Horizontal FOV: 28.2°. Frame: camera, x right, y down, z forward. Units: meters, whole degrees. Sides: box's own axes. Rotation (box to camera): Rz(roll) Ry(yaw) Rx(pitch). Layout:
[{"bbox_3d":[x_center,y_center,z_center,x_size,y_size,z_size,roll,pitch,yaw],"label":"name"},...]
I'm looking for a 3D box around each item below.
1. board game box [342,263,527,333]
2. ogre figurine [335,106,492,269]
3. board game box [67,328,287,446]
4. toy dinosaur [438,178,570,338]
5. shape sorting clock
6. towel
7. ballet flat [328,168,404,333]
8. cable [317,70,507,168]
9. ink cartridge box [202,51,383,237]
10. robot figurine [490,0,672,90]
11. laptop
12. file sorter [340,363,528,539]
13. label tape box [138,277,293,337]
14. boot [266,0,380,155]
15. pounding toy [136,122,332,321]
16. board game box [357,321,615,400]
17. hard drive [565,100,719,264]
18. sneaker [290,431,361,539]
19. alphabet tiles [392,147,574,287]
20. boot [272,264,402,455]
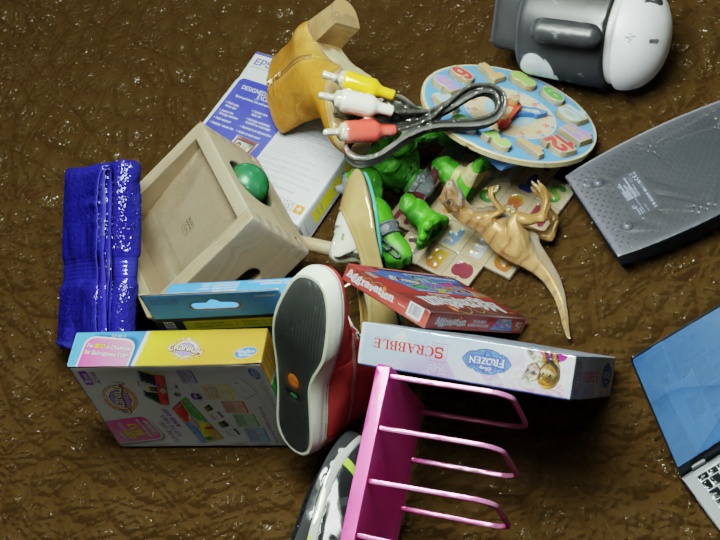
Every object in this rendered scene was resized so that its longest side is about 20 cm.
[{"bbox_3d":[0.076,0.029,1.393,0.102,0.199,0.020,31,103,30],"label":"board game box"},{"bbox_3d":[0.058,-0.100,1.539,0.119,0.098,0.201,35,84,15],"label":"ogre figurine"},{"bbox_3d":[-0.168,0.118,1.410,0.197,0.154,0.041,-2,53,14],"label":"board game box"},{"bbox_3d":[0.169,-0.027,1.482,0.200,0.060,0.106,41,76,10],"label":"toy dinosaur"},{"bbox_3d":[0.161,-0.171,1.551,0.197,0.040,0.201,13,38,-10],"label":"shape sorting clock"},{"bbox_3d":[-0.282,-0.014,1.508,0.147,0.049,0.203,-3,84,52],"label":"towel"},{"bbox_3d":[0.000,0.000,1.446,0.062,0.069,0.203,-13,87,-8],"label":"ballet flat"},{"bbox_3d":[0.054,-0.155,1.458,0.197,0.050,0.099,0,72,-2],"label":"cable"},{"bbox_3d":[-0.092,-0.146,1.649,0.196,0.047,0.201,21,61,29],"label":"ink cartridge box"},{"bbox_3d":[0.247,-0.272,1.592,0.198,0.125,0.151,15,59,24],"label":"robot figurine"},{"bbox_3d":[0.374,0.133,1.271,0.186,0.116,0.201,-29,53,-6],"label":"laptop"},{"bbox_3d":[0.068,0.206,1.260,0.124,0.139,0.203,7,73,18],"label":"file sorter"},{"bbox_3d":[-0.116,0.053,1.411,0.142,0.201,0.064,-3,54,13],"label":"label tape box"},{"bbox_3d":[-0.047,-0.183,1.569,0.144,0.070,0.204,-38,48,45],"label":"boot"},{"bbox_3d":[-0.133,-0.035,1.521,0.200,0.142,0.185,-42,51,14],"label":"pounding toy"},{"bbox_3d":[0.122,0.084,1.332,0.197,0.199,0.042,9,89,21],"label":"board game box"},{"bbox_3d":[0.328,-0.089,1.491,0.198,0.043,0.136,-25,53,-3],"label":"hard drive"},{"bbox_3d":[-0.021,0.251,1.343,0.082,0.072,0.202,23,60,-3],"label":"sneaker"},{"bbox_3d":[0.130,-0.071,1.555,0.165,0.006,0.201,27,66,29],"label":"alphabet tiles"},{"bbox_3d":[-0.009,0.063,1.354,0.143,0.202,0.072,-27,46,-37],"label":"boot"}]
